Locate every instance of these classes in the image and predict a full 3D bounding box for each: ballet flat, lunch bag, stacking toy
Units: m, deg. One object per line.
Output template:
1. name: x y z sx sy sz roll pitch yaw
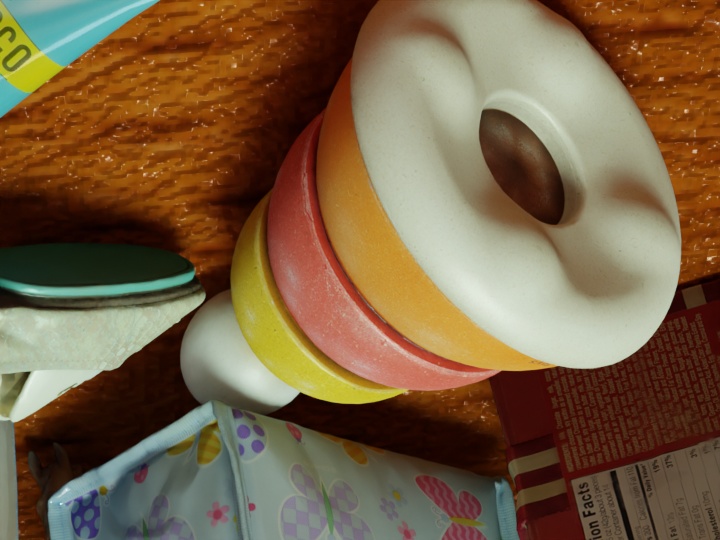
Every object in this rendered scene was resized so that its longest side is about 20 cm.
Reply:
1. ballet flat: -0.142 0.025 0.891 0.200 0.067 0.062 -2 108 -41
2. lunch bag: -0.011 0.167 0.959 0.127 0.200 0.169 -28 147 36
3. stacking toy: 0.000 0.000 0.915 0.146 0.146 0.200 28 137 -32

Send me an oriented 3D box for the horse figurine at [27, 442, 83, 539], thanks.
1. horse figurine: -0.097 0.183 1.010 0.050 0.200 0.133 -2 155 19

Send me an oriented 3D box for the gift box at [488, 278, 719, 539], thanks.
1. gift box: 0.169 0.124 1.006 0.200 0.185 0.187 -13 131 7

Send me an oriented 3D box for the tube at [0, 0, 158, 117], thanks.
1. tube: -0.152 -0.063 0.855 0.200 0.050 0.077 -40 92 21

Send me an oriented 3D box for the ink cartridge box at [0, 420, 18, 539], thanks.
1. ink cartridge box: -0.201 0.154 0.971 0.147 0.146 0.200 -2 132 -8
